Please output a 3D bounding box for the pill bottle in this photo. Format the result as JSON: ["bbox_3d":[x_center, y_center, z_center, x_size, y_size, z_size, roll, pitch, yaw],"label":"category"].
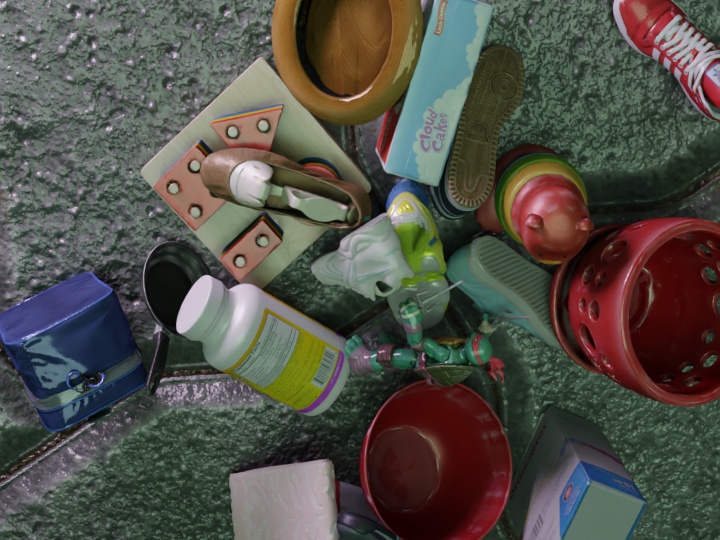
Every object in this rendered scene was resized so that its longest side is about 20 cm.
[{"bbox_3d":[-0.113,0.084,1.327,0.198,0.105,0.105,32,103,-26],"label":"pill bottle"}]

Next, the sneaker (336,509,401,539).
[{"bbox_3d":[0.012,0.348,1.303,0.088,0.073,0.201,-60,146,-22],"label":"sneaker"}]

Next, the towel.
[{"bbox_3d":[-0.087,0.336,1.368,0.032,0.189,0.204,2,77,-41],"label":"towel"}]

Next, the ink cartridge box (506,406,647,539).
[{"bbox_3d":[0.252,0.277,1.370,0.083,0.200,0.147,20,105,-11],"label":"ink cartridge box"}]

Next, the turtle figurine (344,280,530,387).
[{"bbox_3d":[0.087,0.083,1.300,0.198,0.103,0.149,-14,154,38],"label":"turtle figurine"}]

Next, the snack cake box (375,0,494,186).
[{"bbox_3d":[0.078,-0.208,1.264,0.066,0.115,0.203,14,106,-10],"label":"snack cake box"}]

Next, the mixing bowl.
[{"bbox_3d":[0.073,0.237,1.379,0.197,0.108,0.204,5,77,-24],"label":"mixing bowl"}]

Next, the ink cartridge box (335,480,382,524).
[{"bbox_3d":[0.002,0.362,1.445,0.197,0.083,0.148,17,105,-6],"label":"ink cartridge box"}]

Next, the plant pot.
[{"bbox_3d":[0.328,0.038,1.295,0.197,0.182,0.205,-2,97,-20],"label":"plant pot"}]

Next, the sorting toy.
[{"bbox_3d":[-0.120,-0.101,1.315,0.198,0.070,0.200,-40,103,9],"label":"sorting toy"}]

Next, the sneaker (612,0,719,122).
[{"bbox_3d":[0.367,-0.239,1.267,0.200,0.113,0.071,42,101,-12],"label":"sneaker"}]

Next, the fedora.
[{"bbox_3d":[-0.004,-0.261,1.250,0.197,0.081,0.205,3,97,27],"label":"fedora"}]

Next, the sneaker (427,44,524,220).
[{"bbox_3d":[0.130,-0.154,1.315,0.069,0.109,0.203,18,75,-5],"label":"sneaker"}]

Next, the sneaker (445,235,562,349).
[{"bbox_3d":[0.181,0.031,1.374,0.199,0.075,0.081,41,144,-23],"label":"sneaker"}]

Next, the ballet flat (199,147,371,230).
[{"bbox_3d":[-0.081,-0.084,1.247,0.197,0.072,0.069,18,104,-7],"label":"ballet flat"}]

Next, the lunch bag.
[{"bbox_3d":[-0.323,0.099,1.296,0.134,0.199,0.134,-27,109,-17],"label":"lunch bag"}]

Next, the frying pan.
[{"bbox_3d":[-0.212,0.060,1.322,0.031,0.114,0.194,-17,67,36],"label":"frying pan"}]

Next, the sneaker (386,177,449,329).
[{"bbox_3d":[0.067,-0.025,1.346,0.074,0.106,0.202,-1,136,4],"label":"sneaker"}]

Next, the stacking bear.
[{"bbox_3d":[0.204,-0.068,1.266,0.119,0.200,0.116,9,106,-4],"label":"stacking bear"}]

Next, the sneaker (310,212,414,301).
[{"bbox_3d":[0.000,0.000,1.284,0.070,0.200,0.081,-33,91,-19],"label":"sneaker"}]
